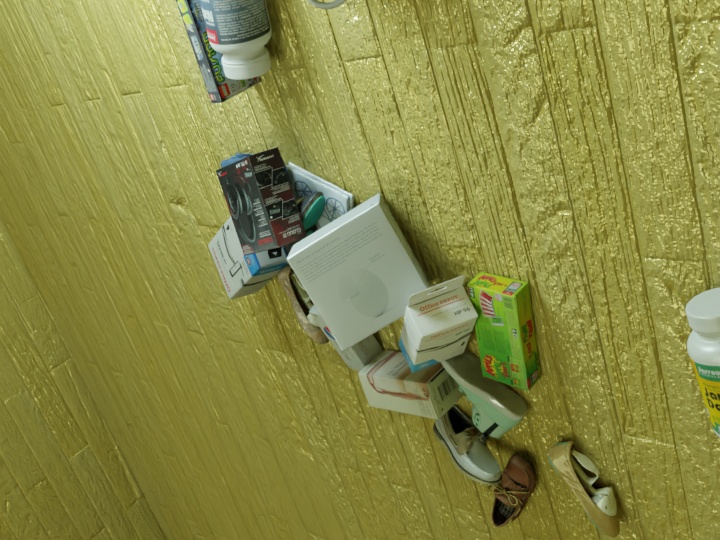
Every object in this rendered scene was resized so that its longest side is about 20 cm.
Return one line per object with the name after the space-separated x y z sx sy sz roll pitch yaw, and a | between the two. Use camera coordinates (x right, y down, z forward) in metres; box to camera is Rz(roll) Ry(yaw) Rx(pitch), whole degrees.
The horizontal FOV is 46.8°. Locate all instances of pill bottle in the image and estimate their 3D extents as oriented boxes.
-0.222 -0.455 1.493 0.118 0.119 0.203 19 132 37 | pill bottle
0.520 0.131 1.154 0.112 0.112 0.203 -4 116 49 | pill bottle

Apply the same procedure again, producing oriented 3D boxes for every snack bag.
-0.083 -0.104 1.711 0.187 0.021 0.203 28 136 32 | snack bag

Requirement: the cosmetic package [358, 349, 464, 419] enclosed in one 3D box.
0.103 0.231 1.711 0.198 0.103 0.089 -1 118 46 | cosmetic package

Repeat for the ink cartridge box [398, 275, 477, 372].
0.140 0.099 1.502 0.201 0.114 0.069 95 152 -60 | ink cartridge box

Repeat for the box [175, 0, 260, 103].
-0.266 -0.432 1.570 0.034 0.110 0.203 9 126 42 | box

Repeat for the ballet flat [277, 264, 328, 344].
-0.117 0.074 1.858 0.067 0.068 0.202 -25 101 51 | ballet flat

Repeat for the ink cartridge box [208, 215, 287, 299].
-0.255 -0.040 1.874 0.200 0.083 0.148 -39 72 54 | ink cartridge box

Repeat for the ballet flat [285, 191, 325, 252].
-0.121 -0.097 1.686 0.073 0.073 0.202 39 144 18 | ballet flat

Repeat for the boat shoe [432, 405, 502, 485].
0.215 0.348 1.678 0.200 0.074 0.070 41 130 44 | boat shoe

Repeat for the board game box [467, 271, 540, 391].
0.257 0.109 1.484 0.100 0.047 0.203 15 129 42 | board game box

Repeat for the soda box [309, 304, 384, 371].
-0.027 0.130 1.755 0.067 0.064 0.201 13 147 41 | soda box

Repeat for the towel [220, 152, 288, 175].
-0.214 -0.188 1.744 0.198 0.048 0.114 9 119 49 | towel

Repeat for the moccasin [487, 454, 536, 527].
0.302 0.449 1.687 0.073 0.077 0.204 37 140 23 | moccasin

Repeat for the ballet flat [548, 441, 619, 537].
0.424 0.400 1.527 0.201 0.068 0.063 51 130 2 | ballet flat

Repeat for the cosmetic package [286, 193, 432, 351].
0.000 0.000 1.533 0.202 0.197 0.123 59 -172 -12 | cosmetic package

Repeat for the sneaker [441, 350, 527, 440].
0.216 0.244 1.614 0.200 0.074 0.119 41 136 13 | sneaker

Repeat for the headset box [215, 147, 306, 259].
-0.194 -0.123 1.643 0.148 0.076 0.204 -7 102 55 | headset box

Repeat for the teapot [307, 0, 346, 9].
-0.075 -0.532 1.247 0.143 0.202 0.200 -2 161 7 | teapot
